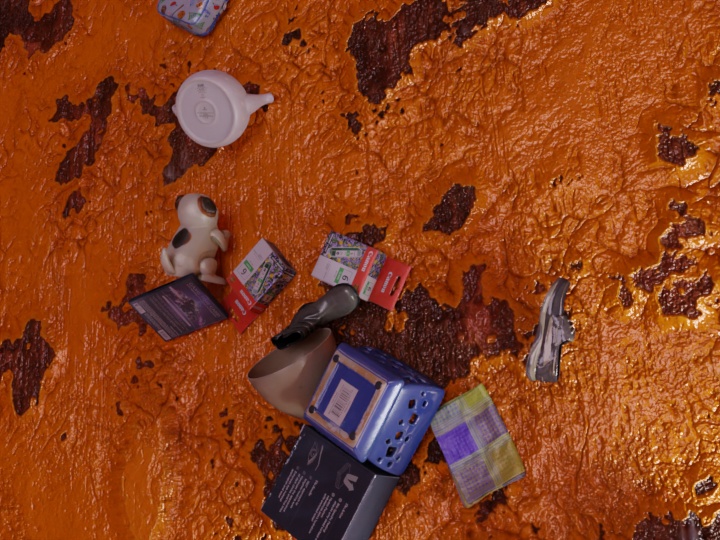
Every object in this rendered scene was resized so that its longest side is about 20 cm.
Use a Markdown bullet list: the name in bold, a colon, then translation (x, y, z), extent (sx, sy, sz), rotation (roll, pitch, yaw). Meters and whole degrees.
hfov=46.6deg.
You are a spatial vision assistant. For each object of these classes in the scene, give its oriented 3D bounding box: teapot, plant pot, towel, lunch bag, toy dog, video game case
- **teapot**: translation (-0.351, -0.406, 2.061), extent (0.199, 0.146, 0.198), rotation (40, 120, -1)
- **plant pot**: translation (-0.119, 0.229, 1.750), extent (0.198, 0.200, 0.136), rotation (-24, 101, 21)
- **towel**: translation (0.221, 0.336, 1.614), extent (0.143, 0.023, 0.202), rotation (-31, 64, 19)
- **lunch bag**: translation (-0.443, -0.722, 2.235), extent (0.199, 0.075, 0.162), rotation (28, 88, 32)
- **toy dog**: translation (-0.396, -0.081, 1.971), extent (0.138, 0.193, 0.203), rotation (7, 86, 41)
- **video game case**: translation (-0.427, 0.089, 1.965), extent (0.198, 0.143, 0.019), rotation (-21, 34, 25)
- **plant pot**: translation (0.014, 0.264, 1.644), extent (0.199, 0.179, 0.202), rotation (29, 92, 36)

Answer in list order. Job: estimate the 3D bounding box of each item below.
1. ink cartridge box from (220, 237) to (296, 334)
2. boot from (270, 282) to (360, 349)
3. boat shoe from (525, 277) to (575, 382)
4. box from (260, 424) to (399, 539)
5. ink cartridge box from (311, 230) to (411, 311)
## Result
- **ink cartridge box**: translation (-0.251, 0.037, 1.935), extent (0.200, 0.050, 0.109), rotation (-47, 60, 9)
- **boot**: translation (-0.094, 0.107, 1.763), extent (0.199, 0.131, 0.068), rotation (-29, 102, 41)
- **boat shoe**: translation (0.370, 0.116, 1.573), extent (0.072, 0.074, 0.203), rotation (16, 93, 21)
- **box**: translation (-0.061, 0.449, 1.680), extent (0.199, 0.117, 0.199), rotation (28, 90, 32)
- **ink cartridge box**: translation (0.000, 0.000, 1.800), extent (0.198, 0.050, 0.110), rotation (23, 88, 32)
